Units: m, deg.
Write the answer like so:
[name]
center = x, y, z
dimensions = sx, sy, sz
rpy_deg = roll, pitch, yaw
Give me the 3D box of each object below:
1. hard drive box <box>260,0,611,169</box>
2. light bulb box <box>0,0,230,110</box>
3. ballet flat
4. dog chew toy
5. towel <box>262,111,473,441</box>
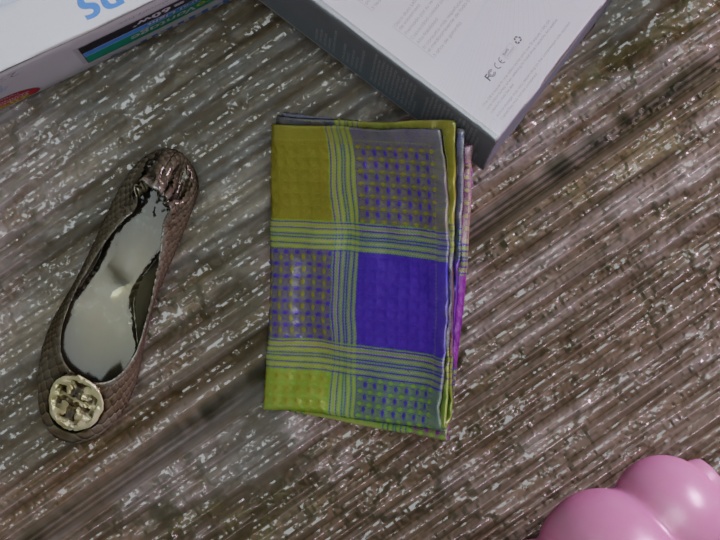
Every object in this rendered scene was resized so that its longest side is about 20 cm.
[hard drive box]
center = 0.048, -0.189, 1.309
dimensions = 0.200, 0.077, 0.156
rpy_deg = 38, 79, 4
[light bulb box]
center = -0.205, -0.227, 1.299
dimensions = 0.197, 0.125, 0.201
rpy_deg = -26, 89, -2
[ballet flat]
center = -0.155, 0.016, 1.337
dimensions = 0.067, 0.046, 0.201
rpy_deg = 24, 89, -1
[dog chew toy]
center = 0.151, 0.195, 1.313
dimensions = 0.200, 0.125, 0.125
rpy_deg = -43, 91, -9
[towel]
center = 0.000, 0.000, 1.315
dimensions = 0.143, 0.023, 0.201
rpy_deg = 8, 100, 29
